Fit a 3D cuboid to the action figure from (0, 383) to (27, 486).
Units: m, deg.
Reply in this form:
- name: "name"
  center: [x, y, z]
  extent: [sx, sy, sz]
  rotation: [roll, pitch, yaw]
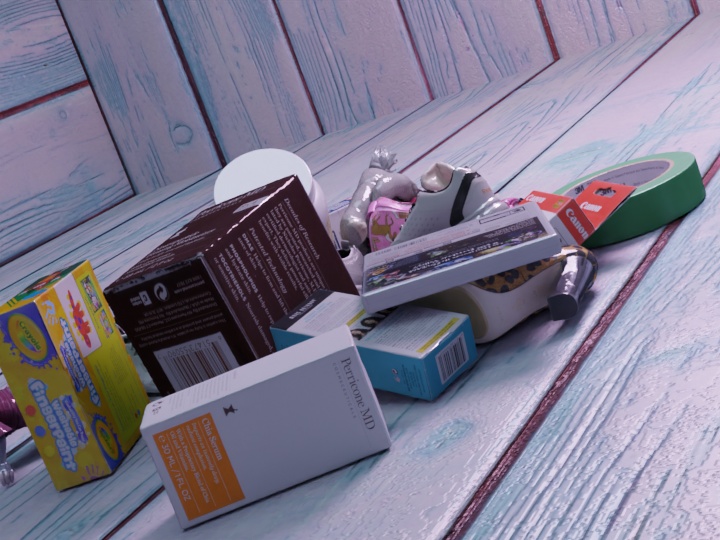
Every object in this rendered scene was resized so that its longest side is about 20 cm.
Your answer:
- name: "action figure"
  center: [-0.421, 0.165, 1.463]
  extent: [0.198, 0.151, 0.133]
  rotation: [-13, 10, -42]

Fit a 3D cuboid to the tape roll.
- name: "tape roll"
  center: [0.314, -0.085, 1.493]
  extent: [0.198, 0.049, 0.201]
  rotation: [-20, 12, 4]

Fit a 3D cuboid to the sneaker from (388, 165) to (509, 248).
- name: "sneaker"
  center: [0.076, -0.044, 1.408]
  extent: [0.199, 0.081, 0.074]
  rotation: [-36, -8, 24]

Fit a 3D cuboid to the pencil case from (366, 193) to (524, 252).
- name: "pencil case"
  center: [0.105, -0.048, 1.494]
  extent: [0.197, 0.088, 0.083]
  rotation: [0, 4, 24]

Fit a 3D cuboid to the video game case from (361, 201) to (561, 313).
- name: "video game case"
  center: [0.097, -0.016, 1.255]
  extent: [0.197, 0.024, 0.182]
  rotation: [-17, 12, 5]

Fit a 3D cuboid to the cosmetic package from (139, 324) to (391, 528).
- name: "cosmetic package"
  center: [-0.083, 0.137, 1.085]
  extent: [0.198, 0.103, 0.071]
  rotation: [-22, 13, 0]

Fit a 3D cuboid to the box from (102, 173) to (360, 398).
- name: "box"
  center: [-0.138, 0.027, 1.352]
  extent: [0.165, 0.166, 0.200]
  rotation: [-18, 18, 37]

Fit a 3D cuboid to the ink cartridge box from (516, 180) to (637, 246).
- name: "ink cartridge box"
  center: [0.202, -0.046, 1.371]
  extent: [0.200, 0.050, 0.109]
  rotation: [-43, 17, -7]

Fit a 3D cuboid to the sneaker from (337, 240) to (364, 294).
- name: "sneaker"
  center: [0.000, 0.000, 1.526]
  extent: [0.074, 0.083, 0.199]
  rotation: [-15, -3, 27]

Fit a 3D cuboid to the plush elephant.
- name: "plush elephant"
  center: [0.066, -0.068, 1.655]
  extent: [0.153, 0.166, 0.202]
  rotation: [16, 57, 6]

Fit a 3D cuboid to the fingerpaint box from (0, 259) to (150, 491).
- name: "fingerpaint box"
  center: [-0.317, 0.111, 1.356]
  extent: [0.072, 0.202, 0.167]
  rotation: [-19, 13, 12]

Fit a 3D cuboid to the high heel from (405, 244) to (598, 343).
- name: "high heel"
  center: [0.144, 0.016, 1.280]
  extent: [0.197, 0.072, 0.143]
  rotation: [-3, 21, 22]

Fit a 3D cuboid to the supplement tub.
- name: "supplement tub"
  center: [-0.106, -0.039, 1.547]
  extent: [0.143, 0.201, 0.147]
  rotation: [-4, 52, 5]

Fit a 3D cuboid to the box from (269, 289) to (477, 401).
- name: "box"
  center: [0.011, 0.070, 1.214]
  extent: [0.198, 0.050, 0.082]
  rotation: [9, 34, 41]

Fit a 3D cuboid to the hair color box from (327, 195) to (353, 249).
- name: "hair color box"
  center: [-0.054, -0.027, 1.742]
  extent: [0.198, 0.101, 0.060]
  rotation: [-26, 12, -21]

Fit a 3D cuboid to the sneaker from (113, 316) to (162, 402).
- name: "sneaker"
  center: [-0.252, 0.102, 1.487]
  extent: [0.198, 0.117, 0.076]
  rotation: [-15, 13, 25]
